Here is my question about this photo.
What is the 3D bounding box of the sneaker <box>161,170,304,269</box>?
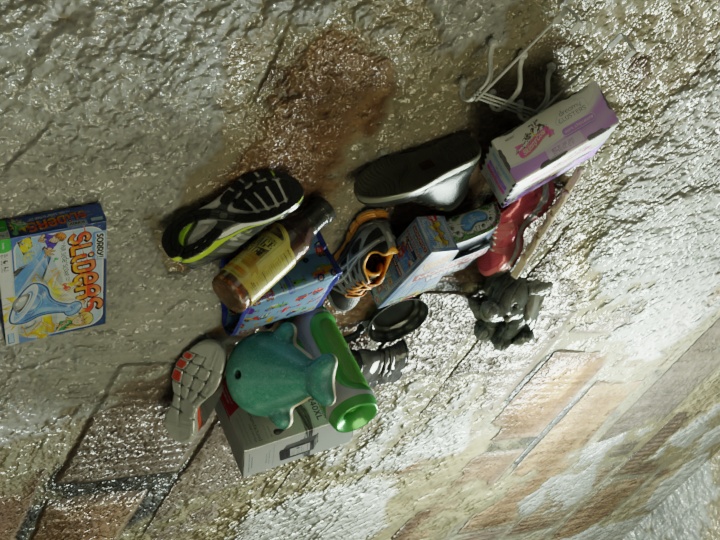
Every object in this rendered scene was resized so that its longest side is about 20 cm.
[{"bbox_3d":[-0.166,-0.066,1.380,0.198,0.074,0.081,-26,163,-5],"label":"sneaker"}]

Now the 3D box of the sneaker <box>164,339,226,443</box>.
[{"bbox_3d":[-0.250,0.179,1.636,0.082,0.077,0.201,-36,158,-57],"label":"sneaker"}]

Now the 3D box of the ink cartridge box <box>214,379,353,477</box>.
[{"bbox_3d":[-0.125,0.233,1.713,0.198,0.146,0.084,-15,142,-21],"label":"ink cartridge box"}]

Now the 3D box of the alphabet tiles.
[{"bbox_3d":[0.299,-0.078,1.656,0.201,0.015,0.196,-60,172,14],"label":"alphabet tiles"}]

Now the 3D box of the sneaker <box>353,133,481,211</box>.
[{"bbox_3d":[0.082,-0.114,1.489,0.198,0.075,0.107,-20,146,-17],"label":"sneaker"}]

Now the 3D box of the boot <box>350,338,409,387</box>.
[{"bbox_3d":[0.006,0.199,1.825,0.130,0.070,0.200,-7,150,-32],"label":"boot"}]

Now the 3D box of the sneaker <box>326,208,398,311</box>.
[{"bbox_3d":[0.000,0.000,1.572,0.078,0.078,0.201,-10,142,-30],"label":"sneaker"}]

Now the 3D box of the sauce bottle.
[{"bbox_3d":[-0.114,-0.027,1.412,0.200,0.066,0.066,-45,155,-29],"label":"sauce bottle"}]

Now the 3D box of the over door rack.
[{"bbox_3d":[0.246,-0.281,1.392,0.147,0.067,0.199,7,151,-44],"label":"over door rack"}]

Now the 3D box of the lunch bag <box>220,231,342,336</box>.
[{"bbox_3d":[-0.124,0.037,1.527,0.149,0.095,0.201,-19,156,-20],"label":"lunch bag"}]

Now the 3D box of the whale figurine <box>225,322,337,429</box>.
[{"bbox_3d":[-0.122,0.157,1.551,0.199,0.161,0.103,2,177,43],"label":"whale figurine"}]

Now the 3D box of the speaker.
[{"bbox_3d":[-0.047,0.149,1.614,0.088,0.201,0.089,-20,146,-15],"label":"speaker"}]

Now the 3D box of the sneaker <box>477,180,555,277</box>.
[{"bbox_3d":[0.227,-0.079,1.668,0.086,0.074,0.201,9,123,-31],"label":"sneaker"}]

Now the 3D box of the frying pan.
[{"bbox_3d":[0.030,0.099,1.763,0.189,0.031,0.115,-29,146,5],"label":"frying pan"}]

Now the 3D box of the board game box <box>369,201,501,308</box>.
[{"bbox_3d":[0.120,-0.031,1.586,0.198,0.062,0.200,-20,164,-16],"label":"board game box"}]

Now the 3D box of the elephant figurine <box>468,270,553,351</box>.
[{"bbox_3d":[0.260,0.047,1.772,0.140,0.157,0.201,-3,152,-1],"label":"elephant figurine"}]

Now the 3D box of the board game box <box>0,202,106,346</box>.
[{"bbox_3d":[-0.391,0.007,1.316,0.134,0.035,0.201,-13,143,-24],"label":"board game box"}]

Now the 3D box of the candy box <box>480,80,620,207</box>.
[{"bbox_3d":[0.265,-0.175,1.483,0.167,0.072,0.200,-30,173,-1],"label":"candy box"}]
